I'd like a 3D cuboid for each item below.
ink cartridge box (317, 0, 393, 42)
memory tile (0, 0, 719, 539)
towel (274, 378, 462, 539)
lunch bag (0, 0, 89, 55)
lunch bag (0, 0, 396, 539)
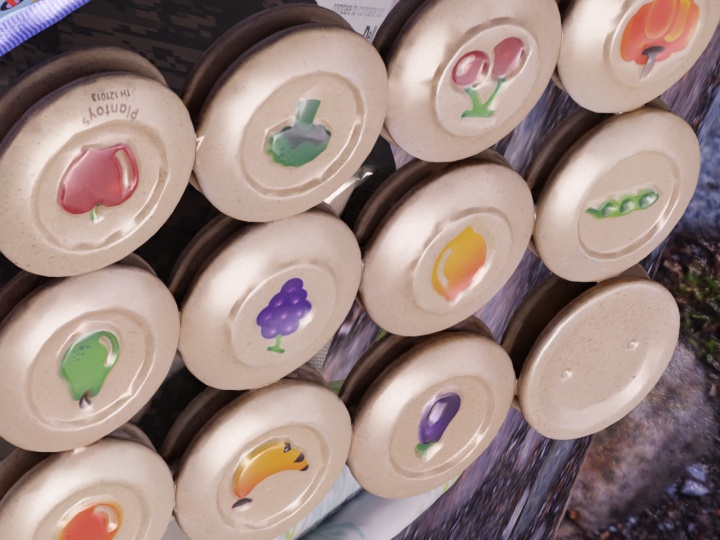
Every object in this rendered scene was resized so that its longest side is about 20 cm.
[{"bbox_3d":[-0.064,-0.052,0.973,0.200,0.083,0.147,-68,168,10],"label":"ink cartridge box"},{"bbox_3d":[0.000,0.000,0.652,0.200,0.017,0.153,-17,133,-29],"label":"memory tile"},{"bbox_3d":[-0.074,0.092,0.903,0.200,0.171,0.048,-34,104,-58],"label":"towel"},{"bbox_3d":[-0.093,-0.112,0.523,0.200,0.094,0.151,-38,136,-5],"label":"lunch bag"},{"bbox_3d":[-0.102,0.021,0.710,0.118,0.164,0.200,-115,-140,-56],"label":"lunch bag"}]
